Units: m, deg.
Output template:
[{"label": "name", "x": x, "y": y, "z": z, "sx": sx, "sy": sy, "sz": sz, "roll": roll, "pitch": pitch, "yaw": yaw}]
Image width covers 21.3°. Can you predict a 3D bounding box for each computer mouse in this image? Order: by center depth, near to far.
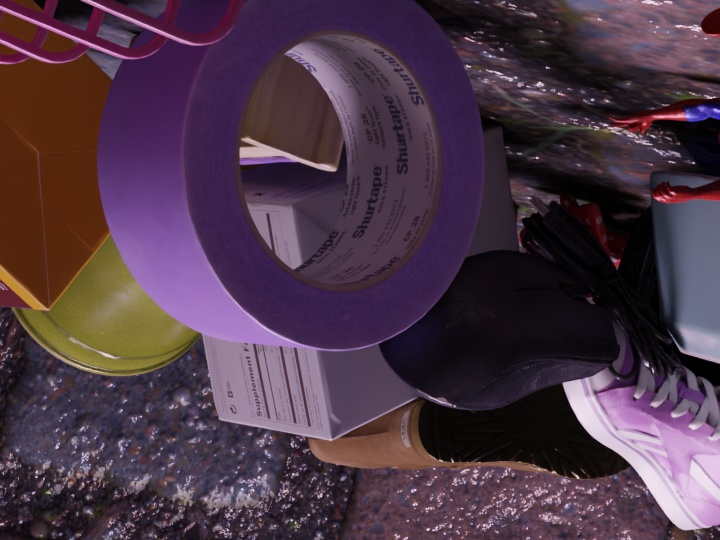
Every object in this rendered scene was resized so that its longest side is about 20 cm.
[{"label": "computer mouse", "x": 0.095, "y": 0.019, "z": 1.102, "sx": 0.200, "sy": 0.053, "sz": 0.139, "roll": -17, "pitch": -121, "yaw": -42}]

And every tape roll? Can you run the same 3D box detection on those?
[{"label": "tape roll", "x": -0.034, "y": -0.058, "z": 1.025, "sx": 0.200, "sy": 0.200, "sz": 0.085, "roll": 19, "pitch": 169, "yaw": -36}]

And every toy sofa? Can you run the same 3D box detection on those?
[{"label": "toy sofa", "x": -0.071, "y": -0.102, "z": 1.201, "sx": 0.098, "sy": 0.083, "sz": 0.200, "roll": 19, "pitch": 170, "yaw": -33}]

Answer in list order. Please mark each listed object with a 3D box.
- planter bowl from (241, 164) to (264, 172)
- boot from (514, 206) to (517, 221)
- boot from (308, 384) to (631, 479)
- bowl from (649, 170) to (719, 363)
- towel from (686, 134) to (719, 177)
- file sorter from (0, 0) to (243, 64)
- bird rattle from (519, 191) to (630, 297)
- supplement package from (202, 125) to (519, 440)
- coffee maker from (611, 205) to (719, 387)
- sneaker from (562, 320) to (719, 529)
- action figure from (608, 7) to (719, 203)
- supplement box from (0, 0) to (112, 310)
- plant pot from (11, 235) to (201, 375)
[{"label": "planter bowl", "x": -0.060, "y": -0.048, "z": 1.401, "sx": 0.200, "sy": 0.200, "sz": 0.083, "roll": 15, "pitch": 128, "yaw": -8}, {"label": "boot", "x": 0.067, "y": -0.020, "z": 1.460, "sx": 0.075, "sy": 0.097, "sz": 0.200, "roll": -3, "pitch": 165, "yaw": 29}, {"label": "boot", "x": 0.076, "y": 0.110, "z": 1.331, "sx": 0.175, "sy": 0.066, "sz": 0.200, "roll": 8, "pitch": 170, "yaw": -19}, {"label": "bowl", "x": 0.260, "y": 0.014, "z": 1.159, "sx": 0.201, "sy": 0.105, "sz": 0.201, "roll": 16, "pitch": -179, "yaw": 0}, {"label": "towel", "x": 0.290, "y": -0.043, "z": 1.226, "sx": 0.145, "sy": 0.024, "sz": 0.200, "roll": 12, "pitch": 172, "yaw": 19}, {"label": "file sorter", "x": -0.145, "y": -0.158, "z": 0.782, "sx": 0.139, "sy": 0.125, "sz": 0.200, "roll": 21, "pitch": 169, "yaw": -40}, {"label": "bird rattle", "x": 0.214, "y": 0.007, "z": 1.455, "sx": 0.200, "sy": 0.113, "sz": 0.163, "roll": 16, "pitch": -172, "yaw": 2}, {"label": "supplement package", "x": 0.000, "y": 0.000, "z": 1.257, "sx": 0.111, "sy": 0.156, "sz": 0.200, "roll": 5, "pitch": -160, "yaw": 44}, {"label": "coffee maker", "x": 0.267, "y": 0.065, "z": 1.299, "sx": 0.200, "sy": 0.192, "sz": 0.135, "roll": 13, "pitch": 153, "yaw": -3}, {"label": "sneaker", "x": 0.212, "y": 0.084, "z": 1.196, "sx": 0.114, "sy": 0.073, "sz": 0.200, "roll": -16, "pitch": 134, "yaw": 37}, {"label": "action figure", "x": 0.177, "y": -0.075, "z": 1.001, "sx": 0.099, "sy": 0.065, "sz": 0.200, "roll": -13, "pitch": 166, "yaw": 12}, {"label": "supplement box", "x": -0.261, "y": -0.090, "z": 1.180, "sx": 0.197, "sy": 0.133, "sz": 0.200, "roll": 46, "pitch": 158, "yaw": -24}, {"label": "plant pot", "x": -0.172, "y": -0.030, "z": 1.559, "sx": 0.200, "sy": 0.200, "sz": 0.193, "roll": 17, "pitch": 160, "yaw": -22}]
